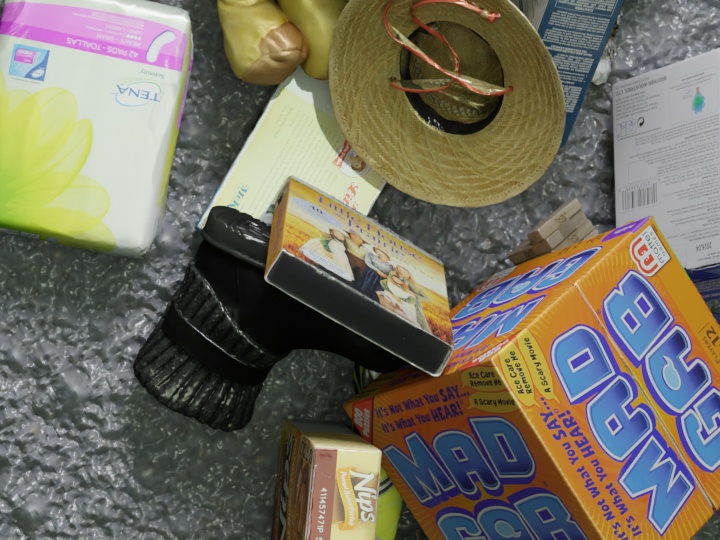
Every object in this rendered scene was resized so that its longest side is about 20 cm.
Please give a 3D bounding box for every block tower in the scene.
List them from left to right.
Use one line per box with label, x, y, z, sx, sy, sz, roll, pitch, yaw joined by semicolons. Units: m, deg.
block tower;0.199;0.043;1.560;0.054;0.058;0.201;-38;98;-34

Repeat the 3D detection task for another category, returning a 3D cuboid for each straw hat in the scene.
straw hat;0.075;-0.156;1.452;0.199;0.085;0.203;11;127;15

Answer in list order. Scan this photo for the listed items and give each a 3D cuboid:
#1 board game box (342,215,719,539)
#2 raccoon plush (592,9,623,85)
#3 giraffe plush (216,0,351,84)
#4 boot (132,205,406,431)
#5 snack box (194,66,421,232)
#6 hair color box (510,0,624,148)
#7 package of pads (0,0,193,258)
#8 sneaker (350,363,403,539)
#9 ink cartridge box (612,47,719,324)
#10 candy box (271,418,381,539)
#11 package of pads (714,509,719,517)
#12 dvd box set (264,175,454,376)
board game box;0.153;0.113;1.453;0.200;0.199;0.201;-39;99;-34
raccoon plush;0.224;-0.253;1.524;0.096;0.134;0.202;-3;91;-9
giraffe plush;-0.049;-0.263;1.447;0.200;0.163;0.172;43;53;9
boot;-0.064;0.064;1.480;0.210;0.079;0.159;31;105;21
snack box;-0.034;-0.091;1.539;0.116;0.037;0.201;31;87;-8
hair color box;0.156;-0.202;1.477;0.060;0.201;0.101;9;48;-9
package of pads;-0.216;-0.119;1.497;0.153;0.068;0.202;12;90;-7
sneaker;0.031;0.132;1.536;0.076;0.075;0.202;5;92;-8
ink cartridge box;0.268;-0.060;1.513;0.076;0.136;0.202;7;79;-32
candy box;-0.029;0.181;1.463;0.055;0.200;0.117;6;90;-10
package of pads;0.364;0.137;1.562;0.199;0.120;0.076;-25;95;-7
dvd box set;0.000;0.000;1.428;0.146;0.200;0.030;30;105;-9
